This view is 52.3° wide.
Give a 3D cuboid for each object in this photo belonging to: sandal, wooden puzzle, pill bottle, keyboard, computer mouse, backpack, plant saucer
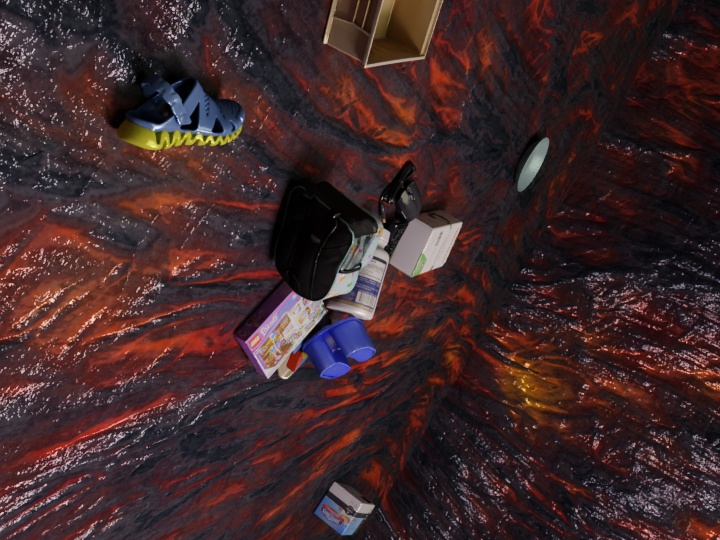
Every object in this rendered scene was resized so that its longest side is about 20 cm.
[{"bbox_3d":[-0.223,-0.212,0.960,0.200,0.079,0.087,-25,138,-56],"label":"sandal"},{"bbox_3d":[-0.122,0.144,1.671,0.185,0.046,0.200,-47,155,-27],"label":"wooden puzzle"},{"bbox_3d":[0.000,0.000,1.625,0.111,0.111,0.201,37,68,-68],"label":"pill bottle"},{"bbox_3d":[0.057,-0.028,1.803,0.104,0.040,0.200,-10,135,-53],"label":"keyboard"},{"bbox_3d":[0.103,-0.153,1.763,0.141,0.046,0.200,-51,157,-22],"label":"computer mouse"},{"bbox_3d":[-0.065,-0.048,1.375,0.153,0.176,0.200,-13,135,-55],"label":"backpack"},{"bbox_3d":[0.575,-0.368,2.500,0.201,0.039,0.201,-45,154,-29],"label":"plant saucer"}]

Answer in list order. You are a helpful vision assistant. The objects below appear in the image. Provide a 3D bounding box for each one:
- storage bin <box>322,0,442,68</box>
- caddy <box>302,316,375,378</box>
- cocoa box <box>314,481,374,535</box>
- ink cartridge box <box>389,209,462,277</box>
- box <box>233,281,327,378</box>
[{"bbox_3d":[0.052,-0.453,1.203,0.200,0.094,0.199,-28,143,-51],"label":"storage bin"},{"bbox_3d":[-0.051,0.167,1.668,0.141,0.105,0.200,-33,163,4],"label":"caddy"},{"bbox_3d":[-0.055,0.851,2.613,0.131,0.133,0.200,-55,158,-8],"label":"cocoa box"},{"bbox_3d":[0.177,-0.077,1.970,0.200,0.084,0.146,-16,134,-60],"label":"ink cartridge box"},{"bbox_3d":[-0.161,0.108,1.517,0.200,0.039,0.137,-48,144,-24],"label":"box"}]
